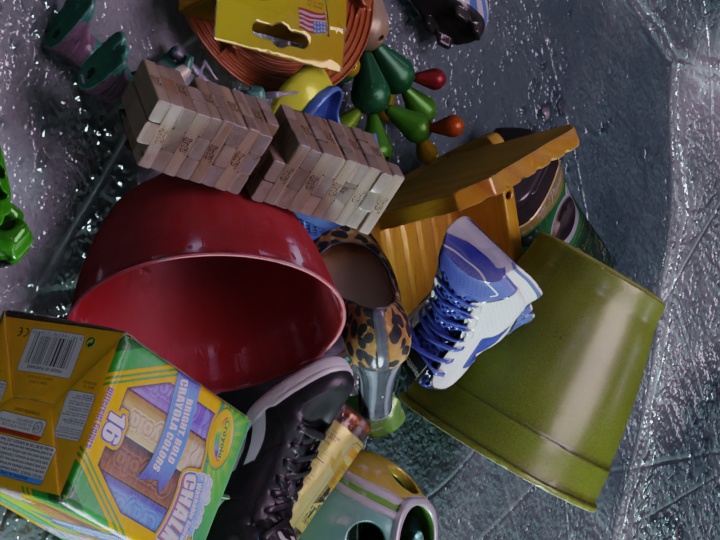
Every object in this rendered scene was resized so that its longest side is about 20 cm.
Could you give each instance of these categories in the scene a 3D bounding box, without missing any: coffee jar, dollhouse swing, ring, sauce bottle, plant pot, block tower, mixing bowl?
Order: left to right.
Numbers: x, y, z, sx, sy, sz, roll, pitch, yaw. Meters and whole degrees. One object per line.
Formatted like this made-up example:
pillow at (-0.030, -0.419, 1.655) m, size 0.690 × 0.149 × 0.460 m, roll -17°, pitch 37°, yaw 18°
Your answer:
mixing bowl at (-0.115, -0.004, 1.538) m, size 0.200 × 0.200 × 0.109 m, roll 40°, pitch 35°, yaw -50°
block tower at (-0.070, -0.084, 1.482) m, size 0.199 × 0.058 × 0.054 m, roll 17°, pitch 120°, yaw -30°
sauce bottle at (-0.070, 0.184, 1.661) m, size 0.200 × 0.066 × 0.066 m, roll -54°, pitch 139°, yaw -6°
ring at (-0.063, -0.234, 1.672) m, size 0.200 × 0.019 × 0.201 m, roll 9°, pitch 76°, yaw -39°
dollhouse swing at (0.092, -0.019, 1.817) m, size 0.200 × 0.175 × 0.182 m, roll -30°, pitch 117°, yaw -45°
coffee jar at (0.165, -0.040, 2.030) m, size 0.104 × 0.085 × 0.200 m, roll -62°, pitch 140°, yaw -28°
plant pot at (0.167, 0.078, 1.881) m, size 0.200 × 0.200 × 0.193 m, roll 28°, pitch 92°, yaw -54°

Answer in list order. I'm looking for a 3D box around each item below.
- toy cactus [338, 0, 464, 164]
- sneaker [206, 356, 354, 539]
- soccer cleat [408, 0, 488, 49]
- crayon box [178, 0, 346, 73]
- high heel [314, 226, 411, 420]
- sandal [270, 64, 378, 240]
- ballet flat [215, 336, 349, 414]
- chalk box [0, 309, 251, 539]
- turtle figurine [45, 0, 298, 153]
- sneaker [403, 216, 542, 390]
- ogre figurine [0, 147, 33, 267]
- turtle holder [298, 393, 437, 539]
toy cactus at (0.010, -0.171, 1.795) m, size 0.200 × 0.102 × 0.166 m, roll -2°, pitch 84°, yaw -48°
sneaker at (-0.057, 0.165, 1.586) m, size 0.200 × 0.112 × 0.073 m, roll -44°, pitch 153°, yaw 15°
soccer cleat at (0.053, -0.278, 1.876) m, size 0.200 × 0.070 × 0.087 m, roll 49°, pitch 36°, yaw -49°
crayon box at (-0.073, -0.252, 1.622) m, size 0.127 × 0.051 × 0.201 m, roll 12°, pitch 73°, yaw -38°
high heel at (0.000, 0.000, 1.660) m, size 0.143 × 0.071 × 0.201 m, roll 94°, pitch -16°, yaw -60°
sandal at (-0.044, -0.056, 1.664) m, size 0.079 × 0.087 × 0.200 m, roll -34°, pitch 150°, yaw -52°
ballet flat at (-0.085, 0.083, 1.682) m, size 0.200 × 0.073 × 0.073 m, roll -34°, pitch 119°, yaw -44°
chalk box at (-0.170, 0.129, 1.485) m, size 0.200 × 0.124 × 0.124 m, roll 42°, pitch 63°, yaw -48°
turtle figurine at (-0.131, -0.119, 1.543) m, size 0.200 × 0.150 × 0.101 m, roll 31°, pitch 84°, yaw -45°
sneaker at (0.080, 0.040, 1.722) m, size 0.115 × 0.081 × 0.199 m, roll -44°, pitch 164°, yaw -7°
ogre figurine at (-0.287, -0.082, 1.305) m, size 0.200 × 0.120 × 0.098 m, roll 37°, pitch 66°, yaw -50°
turtle holder at (-0.003, 0.201, 1.744) m, size 0.141 × 0.131 × 0.186 m, roll 52°, pitch 51°, yaw -44°
